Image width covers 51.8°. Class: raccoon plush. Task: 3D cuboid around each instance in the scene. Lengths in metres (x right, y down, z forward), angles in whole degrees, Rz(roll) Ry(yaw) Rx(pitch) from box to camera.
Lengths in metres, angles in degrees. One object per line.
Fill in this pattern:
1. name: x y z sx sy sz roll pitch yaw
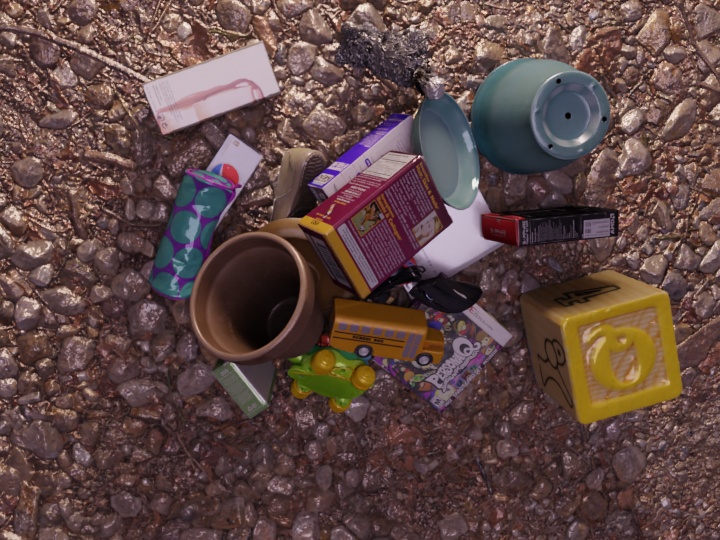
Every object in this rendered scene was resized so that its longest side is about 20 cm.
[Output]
1. raccoon plush: 0.042 -0.339 1.170 0.133 0.200 0.098 3 112 -23

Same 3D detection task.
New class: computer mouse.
1. computer mouse: 0.105 0.048 1.242 0.199 0.140 0.046 18 62 -43

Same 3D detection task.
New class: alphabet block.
1. alphabet block: 0.417 0.127 1.309 0.195 0.200 0.197 -17 104 -5

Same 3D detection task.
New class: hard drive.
1. hard drive: 0.143 -0.055 1.321 0.199 0.026 0.132 -31 104 -1

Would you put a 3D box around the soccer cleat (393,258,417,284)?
1. soccer cleat: 0.000 0.000 1.273 0.198 0.077 0.067 0 106 4

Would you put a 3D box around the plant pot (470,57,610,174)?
1. plant pot: 0.304 -0.254 1.218 0.198 0.188 0.202 -2 100 -9

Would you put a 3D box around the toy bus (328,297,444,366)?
1. toy bus: 0.046 0.103 1.256 0.198 0.065 0.079 9 124 -10

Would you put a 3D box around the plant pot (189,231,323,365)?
1. plant pot: -0.140 0.065 1.166 0.199 0.175 0.202 -8 66 19

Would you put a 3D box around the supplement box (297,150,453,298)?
1. supplement box: 0.025 -0.076 1.154 0.200 0.103 0.131 -39 119 -16

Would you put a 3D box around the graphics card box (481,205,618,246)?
1. graphics card box: 0.325 -0.079 1.278 0.198 0.125 0.051 -8 100 -18

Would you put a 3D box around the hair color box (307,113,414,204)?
1. hair color box: 0.023 -0.157 1.229 0.200 0.065 0.110 -42 119 -16

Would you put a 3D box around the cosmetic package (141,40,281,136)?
1. cosmetic package: -0.234 -0.289 1.181 0.199 0.103 0.088 -21 105 -2

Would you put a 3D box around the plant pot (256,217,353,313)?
1. plant pot: -0.098 0.002 1.244 0.198 0.028 0.201 7 129 9

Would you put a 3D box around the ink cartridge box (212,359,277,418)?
1. ink cartridge box: -0.218 0.131 1.244 0.048 0.146 0.201 -34 104 9

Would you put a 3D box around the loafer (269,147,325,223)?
1. loafer: -0.115 -0.117 1.251 0.075 0.068 0.201 -2 121 -46

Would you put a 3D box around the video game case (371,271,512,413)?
1. video game case: 0.147 0.134 1.344 0.181 0.036 0.200 40 97 -18

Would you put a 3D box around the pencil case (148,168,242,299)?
1. pencil case: -0.262 -0.056 1.168 0.092 0.085 0.201 20 99 4

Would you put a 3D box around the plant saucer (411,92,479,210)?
1. plant saucer: 0.137 -0.196 1.234 0.036 0.200 0.201 -11 107 36

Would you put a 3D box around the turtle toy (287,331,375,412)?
1. turtle toy: -0.064 0.158 1.289 0.199 0.102 0.146 24 142 -13

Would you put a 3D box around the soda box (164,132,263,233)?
1. soda box: -0.242 -0.127 1.232 0.068 0.064 0.201 33 96 -14
